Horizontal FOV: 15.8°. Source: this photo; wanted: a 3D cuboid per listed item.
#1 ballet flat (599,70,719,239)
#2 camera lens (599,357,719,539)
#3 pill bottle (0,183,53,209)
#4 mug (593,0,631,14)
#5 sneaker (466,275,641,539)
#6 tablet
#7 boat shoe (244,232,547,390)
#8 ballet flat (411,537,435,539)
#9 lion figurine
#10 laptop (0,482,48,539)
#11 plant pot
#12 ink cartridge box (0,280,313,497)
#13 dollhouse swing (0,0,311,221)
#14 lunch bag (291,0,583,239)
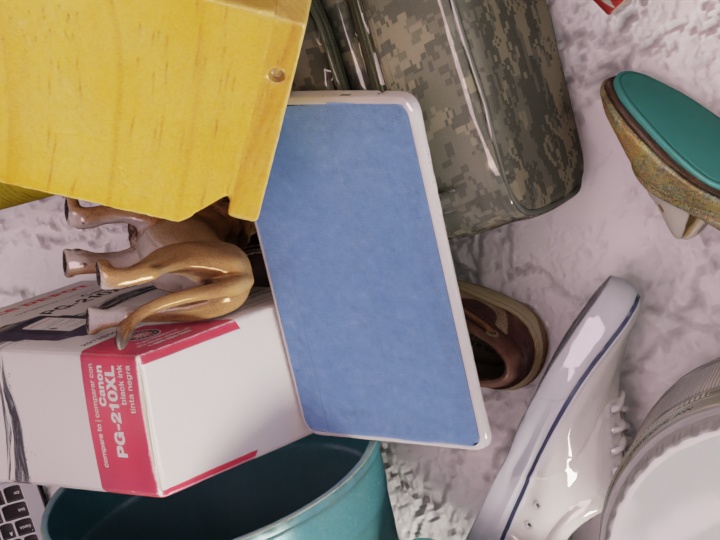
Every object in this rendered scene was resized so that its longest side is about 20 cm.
[{"bbox_3d":[0.206,-0.032,1.407,0.200,0.071,0.071,32,110,13],"label":"ballet flat"},{"bbox_3d":[0.209,0.132,1.353,0.159,0.200,0.161,2,98,12],"label":"camera lens"},{"bbox_3d":[-0.233,-0.088,1.538,0.199,0.112,0.112,-13,96,23],"label":"pill bottle"},{"bbox_3d":[0.099,-0.236,1.351,0.200,0.177,0.133,51,127,0],"label":"mug"},{"bbox_3d":[0.124,0.096,1.465,0.071,0.073,0.201,25,118,5],"label":"sneaker"},{"bbox_3d":[0.000,0.000,1.384,0.130,0.014,0.201,3,115,39],"label":"tablet"},{"bbox_3d":[0.006,0.026,1.489,0.199,0.072,0.072,20,107,17],"label":"boat shoe"},{"bbox_3d":[0.108,0.205,1.448,0.199,0.074,0.075,12,107,-10],"label":"ballet flat"},{"bbox_3d":[-0.098,-0.008,1.447,0.122,0.200,0.073,-3,119,-14],"label":"lion figurine"},{"bbox_3d":[-0.288,0.205,1.617,0.187,0.116,0.201,-17,94,23],"label":"laptop"},{"bbox_3d":[-0.059,0.197,1.495,0.199,0.200,0.189,-9,112,23],"label":"plant pot"},{"bbox_3d":[-0.139,0.064,1.482,0.200,0.145,0.085,1,105,42],"label":"ink cartridge box"},{"bbox_3d":[-0.126,-0.160,1.341,0.199,0.176,0.182,12,130,-5],"label":"dollhouse swing"},{"bbox_3d":[0.013,-0.101,1.427,0.167,0.139,0.201,-13,97,27],"label":"lunch bag"}]
